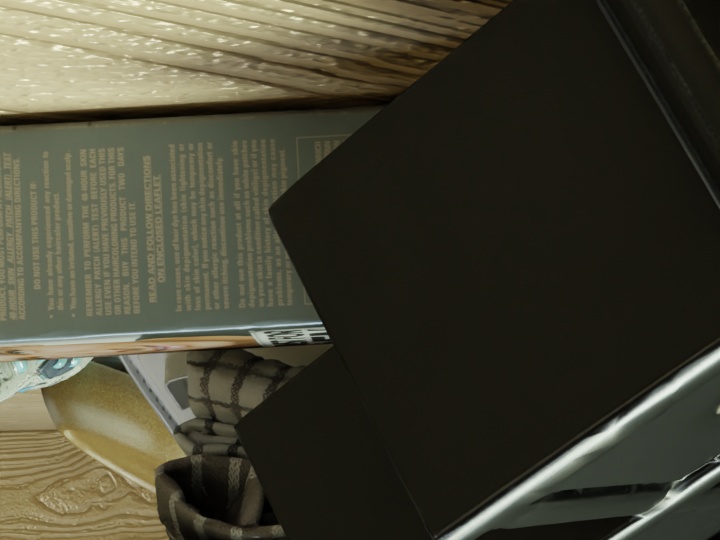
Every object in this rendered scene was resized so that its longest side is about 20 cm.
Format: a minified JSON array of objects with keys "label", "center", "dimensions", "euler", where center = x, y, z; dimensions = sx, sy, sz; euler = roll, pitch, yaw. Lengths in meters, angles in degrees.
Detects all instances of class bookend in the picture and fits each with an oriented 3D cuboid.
[{"label":"bookend","center":[0.045,0.028,0.466],"dimensions":[0.198,0.092,0.200],"euler":[-38,158,25]}]

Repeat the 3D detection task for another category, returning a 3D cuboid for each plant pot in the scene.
[{"label":"plant pot","center":[-0.056,0.093,0.935],"dimensions":[0.199,0.028,0.200],"euler":[25,168,6]}]

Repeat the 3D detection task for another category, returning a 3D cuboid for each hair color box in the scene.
[{"label":"hair color box","center":[-0.057,-0.007,0.611],"dimensions":[0.199,0.061,0.099],"euler":[-3,175,0]}]

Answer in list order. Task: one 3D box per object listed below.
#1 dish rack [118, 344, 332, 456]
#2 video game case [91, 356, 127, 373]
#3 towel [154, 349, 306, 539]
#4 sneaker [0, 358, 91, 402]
[{"label":"dish rack","center":[0.022,0.040,0.731],"dimensions":[0.199,0.044,0.172],"euler":[-13,138,15]},{"label":"video game case","center":[0.001,0.051,0.865],"dimensions":[0.181,0.024,0.200],"euler":[20,165,-21]},{"label":"towel","center":[0.025,0.123,0.683],"dimensions":[0.165,0.086,0.200],"euler":[14,149,24]},{"label":"sneaker","center":[-0.134,0.012,0.801],"dimensions":[0.086,0.078,0.200],"euler":[-15,-177,-5]}]
